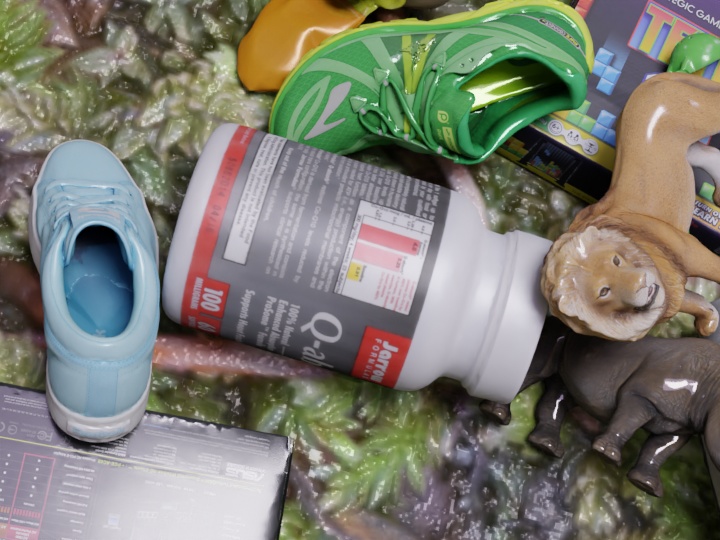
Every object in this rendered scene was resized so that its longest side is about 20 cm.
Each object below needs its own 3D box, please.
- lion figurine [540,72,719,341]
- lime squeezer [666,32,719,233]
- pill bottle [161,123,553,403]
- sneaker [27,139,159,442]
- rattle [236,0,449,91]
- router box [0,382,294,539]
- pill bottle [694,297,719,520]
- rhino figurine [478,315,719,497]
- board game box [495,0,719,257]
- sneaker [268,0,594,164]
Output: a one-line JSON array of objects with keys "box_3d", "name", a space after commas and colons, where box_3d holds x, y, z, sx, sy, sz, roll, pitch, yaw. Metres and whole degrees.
[{"box_3d": [0.161, -0.042, 0.723, 0.122, 0.072, 0.201, 24, 58, -17], "name": "lion figurine"}, {"box_3d": [0.206, -0.096, 0.805, 0.071, 0.038, 0.201, 41, 65, -31], "name": "lime squeezer"}, {"box_3d": [0.000, 0.000, 0.738, 0.199, 0.116, 0.117, 17, 71, 0], "name": "pill bottle"}, {"box_3d": [-0.137, -0.012, 0.711, 0.073, 0.082, 0.201, 0, 48, -21], "name": "sneaker"}, {"box_3d": [-0.003, -0.198, 0.756, 0.142, 0.200, 0.131, -25, 93, -20], "name": "rattle"}, {"box_3d": [-0.143, 0.148, 0.700, 0.198, 0.062, 0.151, 12, 70, -7], "name": "router box"}, {"box_3d": [0.255, 0.111, 0.764, 0.110, 0.111, 0.201, -8, 76, -13], "name": "pill bottle"}, {"box_3d": [0.163, 0.074, 0.736, 0.060, 0.199, 0.088, 43, 72, -41], "name": "rhino figurine"}, {"box_3d": [0.211, -0.103, 0.849, 0.199, 0.057, 0.166, 28, 72, -2], "name": "board game box"}, {"box_3d": [0.038, -0.103, 0.773, 0.199, 0.074, 0.084, -16, 41, 10], "name": "sneaker"}]
